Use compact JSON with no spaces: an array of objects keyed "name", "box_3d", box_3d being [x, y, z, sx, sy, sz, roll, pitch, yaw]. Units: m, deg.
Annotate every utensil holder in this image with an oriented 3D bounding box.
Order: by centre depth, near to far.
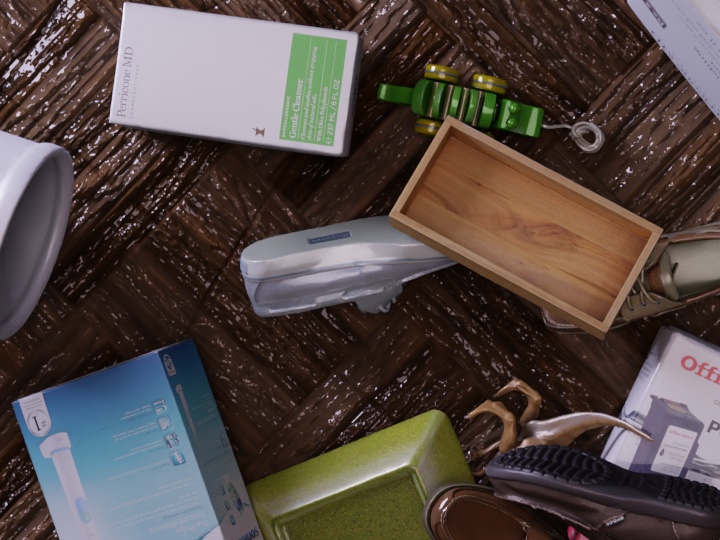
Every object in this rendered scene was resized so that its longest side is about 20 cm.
[{"name":"utensil holder","box_3d":[-0.364,-0.051,1.400,0.199,0.170,0.171,17,92,5]}]

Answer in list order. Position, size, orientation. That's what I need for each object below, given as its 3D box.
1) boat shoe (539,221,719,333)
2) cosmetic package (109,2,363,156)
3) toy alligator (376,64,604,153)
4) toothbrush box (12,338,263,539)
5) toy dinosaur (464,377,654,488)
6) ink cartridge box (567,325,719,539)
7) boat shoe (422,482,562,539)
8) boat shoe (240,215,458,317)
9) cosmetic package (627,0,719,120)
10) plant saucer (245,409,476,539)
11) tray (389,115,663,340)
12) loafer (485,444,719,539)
[{"name":"boat shoe","box_3d":[0.246,0.002,1.406,0.199,0.074,0.076,-18,90,4]},{"name":"cosmetic package","box_3d":[-0.103,-0.160,1.421,0.199,0.085,0.108,7,94,2]},{"name":"toy alligator","box_3d":[0.111,-0.134,1.422,0.199,0.054,0.060,13,92,3]},{"name":"toothbrush box","box_3d":[-0.185,0.177,1.419,0.146,0.085,0.201,-21,89,17]},{"name":"toy dinosaur","box_3d":[0.152,0.142,1.416,0.200,0.060,0.106,-41,83,32]},{"name":"ink cartridge box","box_3d":[0.280,0.165,1.402,0.144,0.084,0.201,25,93,3]},{"name":"boat shoe","box_3d":[0.142,0.238,1.369,0.200,0.068,0.072,33,85,-20]},{"name":"boat shoe","box_3d":[0.000,0.000,1.433,0.200,0.070,0.072,-8,114,-1]},{"name":"cosmetic package","box_3d":[0.333,-0.216,1.333,0.165,0.200,0.165,-38,88,2]},{"name":"plant saucer","box_3d":[0.016,0.246,1.422,0.200,0.048,0.200,-23,90,14]},{"name":"tray","box_3d":[0.134,-0.035,1.372,0.200,0.037,0.099,29,79,9]},{"name":"loafer","box_3d":[0.191,0.193,1.330,0.199,0.073,0.071,13,108,25]}]
